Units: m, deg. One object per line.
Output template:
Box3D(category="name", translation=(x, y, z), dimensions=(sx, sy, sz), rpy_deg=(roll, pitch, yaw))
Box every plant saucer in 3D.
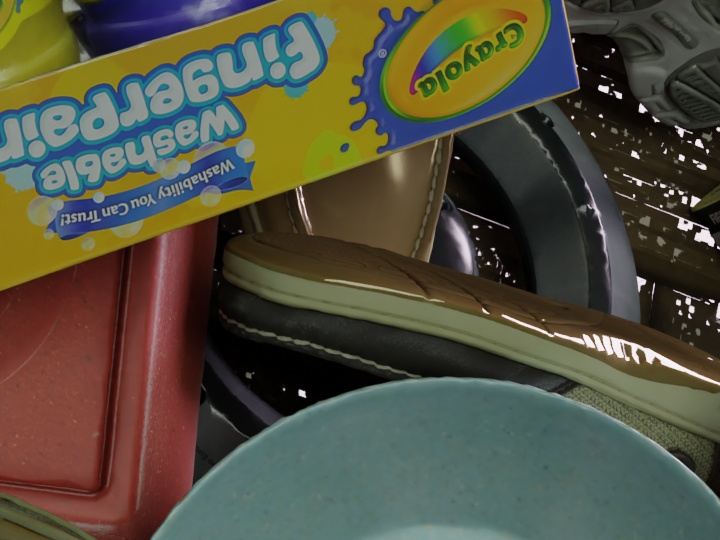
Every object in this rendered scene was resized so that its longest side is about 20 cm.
Box3D(category="plant saucer", translation=(0.024, 0.132, 0.720), dimensions=(0.199, 0.039, 0.203), rpy_deg=(1, 80, -4))
Box3D(category="plant saucer", translation=(-0.138, -0.008, 0.758), dimensions=(0.199, 0.037, 0.201), rpy_deg=(8, 72, -12))

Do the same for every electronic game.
Box3D(category="electronic game", translation=(0.000, 0.000, 0.846), dimensions=(0.199, 0.042, 0.201), rpy_deg=(9, 65, -20))

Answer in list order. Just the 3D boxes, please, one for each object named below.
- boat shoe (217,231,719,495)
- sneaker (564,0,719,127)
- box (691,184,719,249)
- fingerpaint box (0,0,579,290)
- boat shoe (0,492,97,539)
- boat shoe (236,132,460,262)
Box3D(category="boat shoe", translation=(0.041, 0.039, 0.769), dimensions=(0.199, 0.073, 0.065), rpy_deg=(17, 97, -31))
Box3D(category="sneaker", translation=(0.091, -0.125, 0.872), dimensions=(0.200, 0.077, 0.100), rpy_deg=(45, 29, -59))
Box3D(category="box", translation=(0.204, 0.040, 0.922), dimensions=(0.050, 0.075, 0.201), rpy_deg=(-37, 96, -28))
Box3D(category="fingerpaint box", translation=(-0.055, -0.102, 0.704), dimensions=(0.199, 0.073, 0.168), rpy_deg=(-19, 111, -16))
Box3D(category="boat shoe", translation=(-0.084, 0.099, 0.670), dimensions=(0.200, 0.063, 0.074), rpy_deg=(22, 80, 14))
Box3D(category="boat shoe", translation=(0.002, -0.082, 0.817), dimensions=(0.074, 0.066, 0.201), rpy_deg=(8, 67, -20))
